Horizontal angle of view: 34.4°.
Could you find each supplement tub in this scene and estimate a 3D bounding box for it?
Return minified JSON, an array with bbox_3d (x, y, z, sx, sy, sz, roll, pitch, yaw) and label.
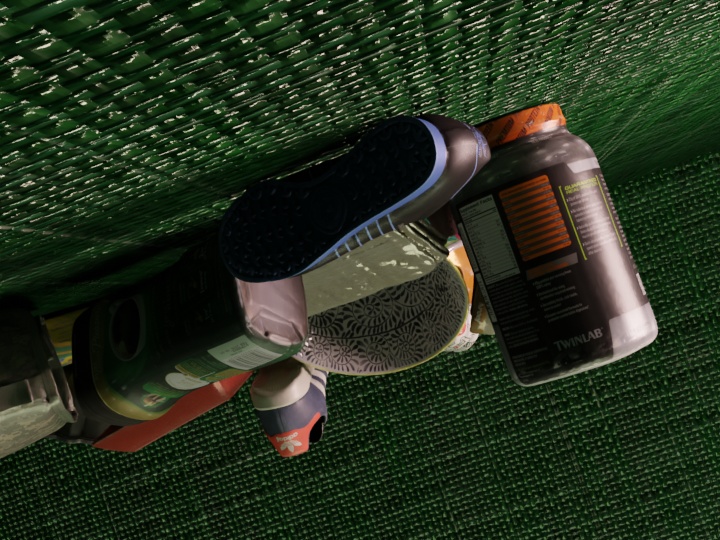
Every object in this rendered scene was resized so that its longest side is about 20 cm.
[{"bbox_3d":[0.144,-0.021,0.913,0.122,0.201,0.123,-19,177,-1],"label":"supplement tub"}]

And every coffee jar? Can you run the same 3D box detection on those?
[{"bbox_3d":[-0.140,0.048,0.914,0.200,0.105,0.085,-26,149,31],"label":"coffee jar"}]

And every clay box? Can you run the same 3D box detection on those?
[{"bbox_3d":[-0.256,0.056,1.224,0.199,0.048,0.115,-18,177,-36],"label":"clay box"}]

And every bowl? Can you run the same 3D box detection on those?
[{"bbox_3d":[0.000,0.000,1.096,0.200,0.201,0.094,-21,-139,20],"label":"bowl"}]

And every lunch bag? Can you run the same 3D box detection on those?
[{"bbox_3d":[-0.323,0.104,0.940,0.163,0.118,0.200,-20,-178,-13],"label":"lunch bag"}]

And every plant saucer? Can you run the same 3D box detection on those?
[{"bbox_3d":[-0.160,0.109,1.217,0.200,0.037,0.200,-30,-169,33],"label":"plant saucer"}]

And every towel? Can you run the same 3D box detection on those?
[{"bbox_3d":[-0.038,-0.013,0.969,0.199,0.035,0.132,-20,145,27],"label":"towel"}]

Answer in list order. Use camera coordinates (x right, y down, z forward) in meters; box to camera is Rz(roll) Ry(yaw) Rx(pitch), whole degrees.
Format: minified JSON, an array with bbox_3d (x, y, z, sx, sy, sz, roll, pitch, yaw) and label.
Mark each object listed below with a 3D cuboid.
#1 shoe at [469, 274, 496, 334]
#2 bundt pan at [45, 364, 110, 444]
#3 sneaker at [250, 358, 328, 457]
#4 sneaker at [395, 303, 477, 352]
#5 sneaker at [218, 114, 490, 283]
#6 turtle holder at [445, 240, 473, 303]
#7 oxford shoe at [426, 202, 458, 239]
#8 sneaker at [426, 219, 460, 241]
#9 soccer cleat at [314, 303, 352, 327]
[{"bbox_3d":[0.128,0.016,1.059,0.053,0.070,0.200,4,-163,5],"label":"shoe"},{"bbox_3d":[-0.312,0.127,1.330,0.201,0.076,0.202,9,-168,-2],"label":"bundt pan"},{"bbox_3d":[-0.063,0.128,1.183,0.075,0.085,0.200,-13,-169,14],"label":"sneaker"},{"bbox_3d":[0.039,0.061,1.252,0.108,0.068,0.201,0,178,-34],"label":"sneaker"},{"bbox_3d":[-0.005,-0.043,0.761,0.200,0.070,0.078,-23,169,37],"label":"sneaker"},{"bbox_3d":[0.054,-0.016,1.339,0.141,0.185,0.132,-55,166,17],"label":"turtle holder"},{"bbox_3d":[0.123,-0.074,1.056,0.200,0.073,0.071,-18,176,-40],"label":"oxford shoe"},{"bbox_3d":[0.146,-0.075,1.193,0.200,0.084,0.121,-16,-175,-40],"label":"sneaker"},{"bbox_3d":[-0.012,-0.013,1.190,0.200,0.081,0.067,-50,-162,-18],"label":"soccer cleat"}]
